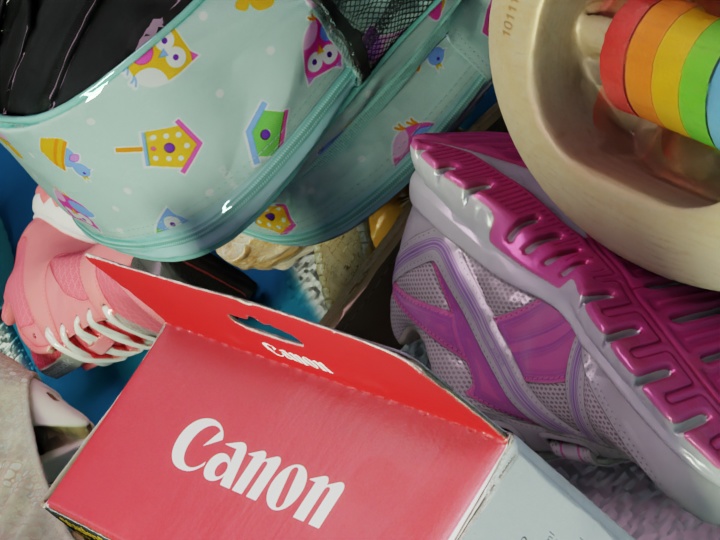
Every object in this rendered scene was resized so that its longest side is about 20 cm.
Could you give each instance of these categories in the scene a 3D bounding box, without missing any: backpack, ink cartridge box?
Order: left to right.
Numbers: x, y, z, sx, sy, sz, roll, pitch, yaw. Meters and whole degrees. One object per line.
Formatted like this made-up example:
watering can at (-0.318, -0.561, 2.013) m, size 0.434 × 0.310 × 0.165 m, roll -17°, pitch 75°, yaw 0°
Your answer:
backpack at (-0.048, -0.093, 0.836) m, size 0.200 × 0.153 × 0.176 m, roll -43°, pitch 29°, yaw -16°
ink cartridge box at (-0.008, 0.087, 0.704) m, size 0.200 × 0.176 × 0.084 m, roll 14°, pitch 66°, yaw 54°

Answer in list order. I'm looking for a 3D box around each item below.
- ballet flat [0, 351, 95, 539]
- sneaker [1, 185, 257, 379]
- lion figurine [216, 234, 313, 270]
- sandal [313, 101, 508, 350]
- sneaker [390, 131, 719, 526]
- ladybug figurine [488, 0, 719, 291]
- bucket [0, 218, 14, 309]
ballet flat at (-0.136, 0.098, 0.961) m, size 0.062 × 0.068 × 0.200 m, roll -17°, pitch 40°, yaw -3°
sneaker at (-0.113, 0.017, 1.010) m, size 0.087 × 0.074 × 0.200 m, roll -62°, pitch 27°, yaw -2°
lion figurine at (-0.015, -0.082, 0.999) m, size 0.122 × 0.072 × 0.200 m, roll -42°, pitch 18°, yaw 22°
sandal at (-0.002, -0.002, 0.865) m, size 0.070 × 0.078 × 0.212 m, roll 30°, pitch 84°, yaw 30°
sneaker at (0.078, 0.032, 0.761) m, size 0.200 × 0.081 × 0.088 m, roll 47°, pitch 130°, yaw 44°
ladybug figurine at (0.124, -0.064, 0.718) m, size 0.200 × 0.072 × 0.136 m, roll 35°, pitch 117°, yaw 46°
bucket at (-0.280, -0.023, 1.115) m, size 0.135 × 0.207 × 0.207 m, roll -30°, pitch 36°, yaw 9°
